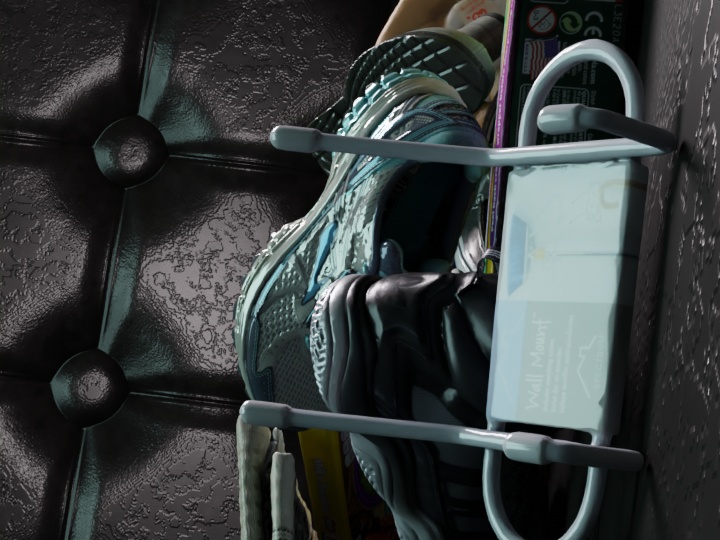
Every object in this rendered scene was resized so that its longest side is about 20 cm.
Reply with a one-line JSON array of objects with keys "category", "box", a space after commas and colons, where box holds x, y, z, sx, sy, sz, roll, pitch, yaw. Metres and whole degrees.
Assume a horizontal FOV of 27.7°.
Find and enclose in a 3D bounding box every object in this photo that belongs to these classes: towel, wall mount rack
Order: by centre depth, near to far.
[{"category": "wall mount rack", "box": [0.036, 0.006, 0.561, 0.173, 0.074, 0.201, 0, 82, 52]}, {"category": "towel", "box": [-0.035, 0.200, 0.826, 0.193, 0.034, 0.201, 76, -173, -60]}]

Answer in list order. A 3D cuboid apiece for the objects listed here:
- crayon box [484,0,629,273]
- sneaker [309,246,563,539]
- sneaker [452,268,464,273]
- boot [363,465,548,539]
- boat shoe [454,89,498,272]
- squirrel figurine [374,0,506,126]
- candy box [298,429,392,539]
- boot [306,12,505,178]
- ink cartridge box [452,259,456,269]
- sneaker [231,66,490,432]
[{"category": "crayon box", "box": [0.099, -0.072, 0.759, 0.173, 0.058, 0.201, 34, -118, -85]}, {"category": "sneaker", "box": [0.067, 0.080, 0.641, 0.200, 0.114, 0.076, 59, -144, -19]}, {"category": "sneaker", "box": [0.046, 0.058, 0.828, 0.200, 0.075, 0.116, 95, 165, -68]}, {"category": "boot", "box": [0.054, 0.162, 0.841, 0.200, 0.107, 0.075, 95, -175, -58]}, {"category": "boat shoe", "box": [0.094, -0.057, 0.912, 0.200, 0.072, 0.071, -86, -3, -46]}, {"category": "squirrel figurine", "box": [0.115, -0.189, 1.160, 0.187, 0.141, 0.201, 32, -101, -75]}, {"category": "candy box", "box": [0.003, 0.114, 0.886, 0.200, 0.026, 0.102, 83, -152, -44]}, {"category": "boot", "box": [0.050, -0.128, 0.911, 0.131, 0.068, 0.200, -40, 6, -27]}, {"category": "ink cartridge box", "box": [0.088, 0.070, 0.982, 0.137, 0.076, 0.201, 88, -172, -70]}, {"category": "sneaker", "box": [0.000, 0.000, 0.729, 0.201, 0.077, 0.086, -65, 31, 16]}]
